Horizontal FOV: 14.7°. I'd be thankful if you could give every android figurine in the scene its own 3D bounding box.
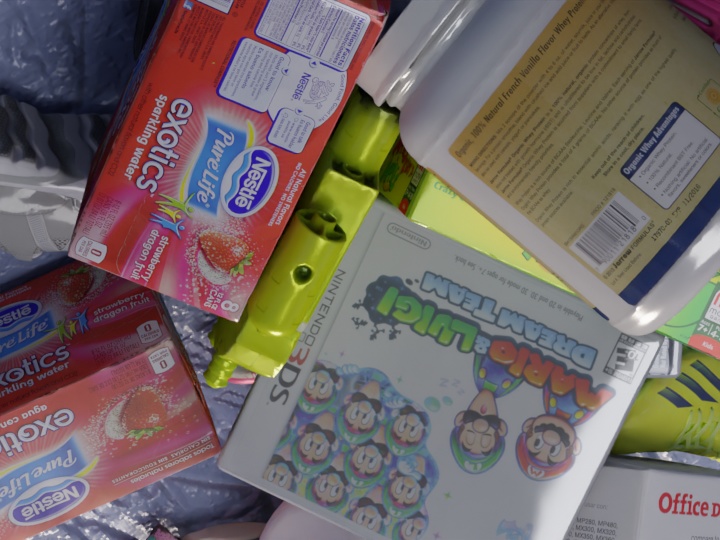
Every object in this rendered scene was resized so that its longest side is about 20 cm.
[{"bbox_3d":[-0.033,-0.025,1.521,0.041,0.182,0.201,25,116,-12],"label":"android figurine"}]

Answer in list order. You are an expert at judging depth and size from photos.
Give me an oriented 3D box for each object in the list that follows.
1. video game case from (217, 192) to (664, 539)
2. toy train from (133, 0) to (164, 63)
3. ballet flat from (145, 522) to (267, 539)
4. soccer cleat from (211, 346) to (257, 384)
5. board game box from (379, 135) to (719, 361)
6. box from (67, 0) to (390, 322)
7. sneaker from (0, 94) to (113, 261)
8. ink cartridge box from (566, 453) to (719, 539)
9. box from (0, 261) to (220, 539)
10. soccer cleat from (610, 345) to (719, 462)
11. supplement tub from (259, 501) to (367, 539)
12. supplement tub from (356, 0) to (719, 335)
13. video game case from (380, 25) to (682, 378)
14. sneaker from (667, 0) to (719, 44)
[{"bbox_3d":[0.044,0.073,1.578,0.199,0.024,0.183,25,103,-1],"label":"video game case"},{"bbox_3d":[-0.052,-0.173,1.467,0.113,0.085,0.201,6,123,-14],"label":"toy train"},{"bbox_3d":[-0.051,0.196,1.762,0.199,0.069,0.072,13,100,-29],"label":"ballet flat"},{"bbox_3d":[0.000,0.000,1.632,0.199,0.070,0.087,-21,120,-12],"label":"soccer cleat"},{"bbox_3d":[0.113,-0.019,1.538,0.199,0.102,0.048,24,97,-14],"label":"board game box"},{"bbox_3d":[-0.066,-0.088,1.421,0.099,0.096,0.201,22,121,-9],"label":"box"},{"bbox_3d":[-0.165,-0.042,1.538,0.199,0.075,0.082,19,131,-25],"label":"sneaker"},{"bbox_3d":[0.161,0.212,1.653,0.144,0.084,0.202,10,86,-52],"label":"ink cartridge box"},{"bbox_3d":[-0.192,0.081,1.578,0.199,0.100,0.096,-24,131,-3],"label":"box"},{"bbox_3d":[0.210,0.088,1.712,0.065,0.084,0.200,-41,165,31],"label":"soccer cleat"},{"bbox_3d":[0.048,0.198,1.707,0.199,0.145,0.145,1,127,-38],"label":"supplement tub"},{"bbox_3d":[0.109,-0.080,1.409,0.200,0.144,0.145,40,109,-1],"label":"supplement tub"},{"bbox_3d":[0.100,-0.037,1.596,0.180,0.023,0.202,0,102,-10],"label":"video game case"},{"bbox_3d":[0.171,-0.124,1.503,0.081,0.088,0.200,39,140,1],"label":"sneaker"}]
